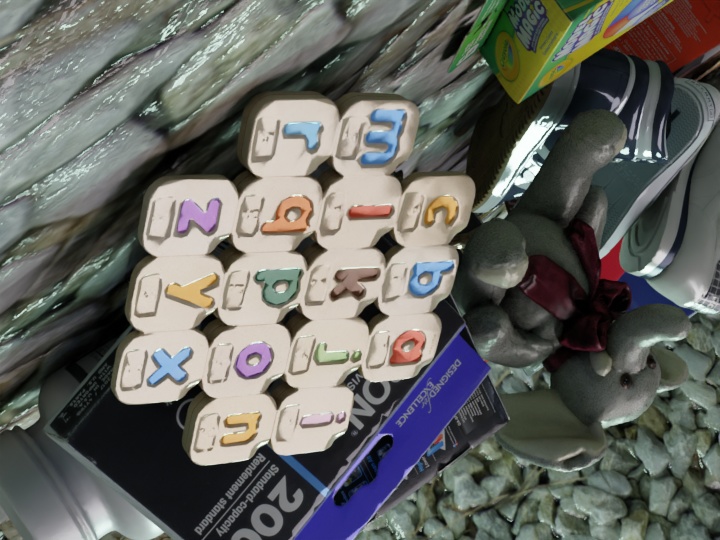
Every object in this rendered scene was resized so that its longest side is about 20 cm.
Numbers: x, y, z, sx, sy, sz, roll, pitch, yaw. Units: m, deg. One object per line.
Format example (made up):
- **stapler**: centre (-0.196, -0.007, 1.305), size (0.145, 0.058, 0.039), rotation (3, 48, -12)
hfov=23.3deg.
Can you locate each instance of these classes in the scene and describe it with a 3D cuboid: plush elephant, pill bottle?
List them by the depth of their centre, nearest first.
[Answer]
- **pill bottle**: centre (-0.127, 0.093, 1.061), size (0.199, 0.120, 0.120), rotation (-34, 172, -17)
- **plush elephant**: centre (0.138, 0.034, 1.110), size (0.165, 0.155, 0.200), rotation (-46, 168, -42)

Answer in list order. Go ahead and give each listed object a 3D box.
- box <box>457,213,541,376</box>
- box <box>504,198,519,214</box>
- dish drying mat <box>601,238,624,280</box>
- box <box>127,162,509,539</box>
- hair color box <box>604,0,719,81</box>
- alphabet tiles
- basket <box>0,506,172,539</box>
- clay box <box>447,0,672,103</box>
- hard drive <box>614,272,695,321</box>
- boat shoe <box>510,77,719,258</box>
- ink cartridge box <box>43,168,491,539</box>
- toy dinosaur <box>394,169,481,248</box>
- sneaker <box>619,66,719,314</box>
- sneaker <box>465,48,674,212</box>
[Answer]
- **box**: centre (0.106, 0.008, 1.428), size (0.043, 0.161, 0.200), rotation (-36, 173, 2)
- **box**: centre (0.213, -0.106, 1.402), size (0.199, 0.075, 0.100), rotation (-30, -152, -29)
- **dish drying mat**: centre (0.227, -0.062, 1.346), size (0.200, 0.018, 0.077), rotation (-46, 133, -19)
- **box**: centre (-0.019, 0.049, 1.013), size (0.159, 0.201, 0.046), rotation (-34, -156, -17)
- **hair color box**: centre (0.222, -0.164, 1.299), size (0.200, 0.061, 0.102), rotation (-32, 171, -32)
- **alphabet tiles**: centre (-0.032, 0.005, 0.878), size (0.195, 0.015, 0.201), rotation (-4, 117, -35)
- **basket**: centre (-0.235, 0.251, 1.356), size (0.198, 0.161, 0.200), rotation (-38, 174, 7)
- **clay box**: centre (0.146, -0.169, 0.997), size (0.200, 0.048, 0.115), rotation (-35, 171, -18)
- **hard drive**: centre (0.213, -0.037, 1.474), size (0.132, 0.200, 0.025), rotation (-28, 168, -47)
- **boat shoe**: centre (0.185, -0.060, 1.252), size (0.200, 0.074, 0.067), rotation (-39, 167, 31)
- **ink cartridge box**: centre (-0.036, 0.073, 0.959), size (0.198, 0.200, 0.043), rotation (-50, -151, -9)
- **toy dinosaur**: centre (0.000, 0.000, 1.195), size (0.200, 0.086, 0.136), rotation (-30, 171, -37)
- **sneaker**: centre (0.256, -0.063, 1.288), size (0.076, 0.080, 0.201), rotation (-32, -149, 63)
- **sneaker**: centre (0.144, -0.089, 1.197), size (0.108, 0.071, 0.200), rotation (7, 155, -13)
